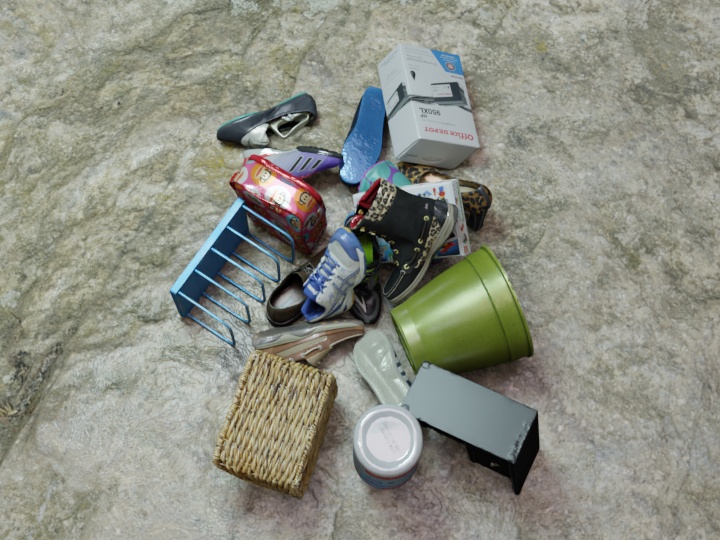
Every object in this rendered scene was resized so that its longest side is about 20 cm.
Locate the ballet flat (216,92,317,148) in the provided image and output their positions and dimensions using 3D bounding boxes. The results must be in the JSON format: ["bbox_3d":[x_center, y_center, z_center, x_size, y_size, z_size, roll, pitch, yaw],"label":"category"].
[{"bbox_3d":[-0.169,-0.269,1.817,0.198,0.073,0.074,-24,71,-11],"label":"ballet flat"}]

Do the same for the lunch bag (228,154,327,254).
[{"bbox_3d":[-0.148,-0.117,1.690,0.175,0.200,0.082,29,76,10],"label":"lunch bag"}]

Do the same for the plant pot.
[{"bbox_3d":[0.158,0.088,1.623,0.191,0.201,0.202,-23,71,-2],"label":"plant pot"}]

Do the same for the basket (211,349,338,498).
[{"bbox_3d":[-0.134,0.250,1.581,0.147,0.143,0.202,15,72,8],"label":"basket"}]

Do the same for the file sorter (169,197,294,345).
[{"bbox_3d":[-0.214,0.008,1.677,0.122,0.139,0.201,32,72,7],"label":"file sorter"}]

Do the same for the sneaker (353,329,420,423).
[{"bbox_3d":[0.048,0.188,1.643,0.074,0.085,0.201,-30,43,5],"label":"sneaker"}]

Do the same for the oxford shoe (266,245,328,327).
[{"bbox_3d":[-0.083,0.016,1.701,0.073,0.085,0.200,40,72,15],"label":"oxford shoe"}]

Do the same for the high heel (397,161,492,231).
[{"bbox_3d":[0.149,-0.161,1.735,0.199,0.143,0.072,36,73,12],"label":"high heel"}]

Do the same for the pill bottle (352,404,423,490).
[{"bbox_3d":[0.041,0.286,1.536,0.107,0.200,0.110,0,69,0],"label":"pill bottle"}]

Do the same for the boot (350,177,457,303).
[{"bbox_3d":[0.051,-0.051,1.593,0.149,0.201,0.074,23,30,-22],"label":"boot"}]

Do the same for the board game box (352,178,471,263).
[{"bbox_3d":[0.086,-0.081,1.673,0.198,0.035,0.128,-4,102,34],"label":"board game box"}]

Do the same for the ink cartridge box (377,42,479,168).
[{"bbox_3d":[0.125,-0.301,1.791,0.143,0.084,0.202,3,66,-33],"label":"ink cartridge box"}]

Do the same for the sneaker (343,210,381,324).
[{"bbox_3d":[0.000,0.000,1.676,0.070,0.083,0.202,-4,108,-2],"label":"sneaker"}]

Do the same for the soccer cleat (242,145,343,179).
[{"bbox_3d":[-0.123,-0.186,1.772,0.198,0.068,0.074,1,87,20],"label":"soccer cleat"}]

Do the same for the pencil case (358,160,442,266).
[{"bbox_3d":[0.083,-0.099,1.744,0.092,0.085,0.200,-41,75,-10],"label":"pencil case"}]

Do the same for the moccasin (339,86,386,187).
[{"bbox_3d":[0.012,-0.240,1.808,0.080,0.068,0.202,21,72,0],"label":"moccasin"}]

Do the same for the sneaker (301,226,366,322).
[{"bbox_3d":[-0.049,0.017,1.613,0.088,0.201,0.075,-25,56,-30],"label":"sneaker"}]

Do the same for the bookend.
[{"bbox_3d":[0.181,0.256,1.569,0.198,0.199,0.093,23,70,20],"label":"bookend"}]

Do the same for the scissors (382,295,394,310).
[{"bbox_3d":[0.088,0.129,1.695,0.200,0.014,0.073,43,76,13],"label":"scissors"}]

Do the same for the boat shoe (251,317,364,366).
[{"bbox_3d":[-0.087,0.126,1.672,0.198,0.076,0.073,-11,98,-13],"label":"boat shoe"}]
